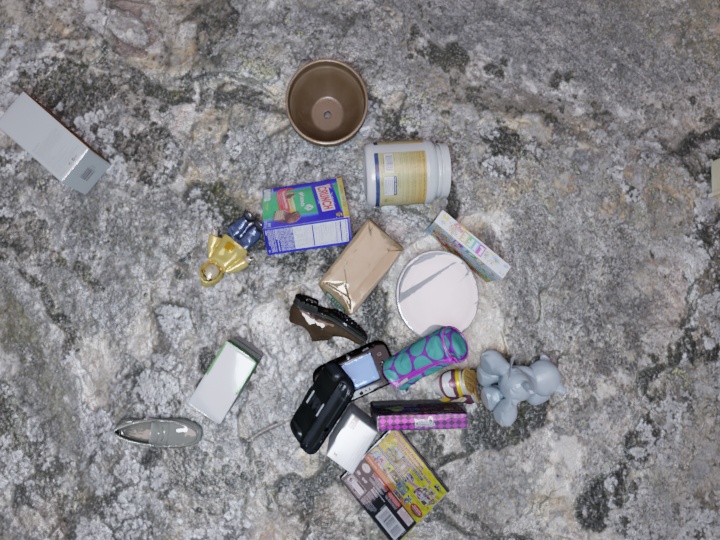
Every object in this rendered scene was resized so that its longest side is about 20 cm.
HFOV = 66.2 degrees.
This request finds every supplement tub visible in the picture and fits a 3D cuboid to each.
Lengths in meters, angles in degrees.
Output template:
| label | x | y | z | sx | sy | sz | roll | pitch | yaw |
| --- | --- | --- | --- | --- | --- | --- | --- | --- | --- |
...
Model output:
| label | x | y | z | sx | sy | sz | roll | pitch | yaw |
| --- | --- | --- | --- | --- | --- | --- | --- | --- | --- |
| supplement tub | 0.106 | -0.228 | 1.292 | 0.193 | 0.144 | 0.150 | -3 | 85 | -2 |

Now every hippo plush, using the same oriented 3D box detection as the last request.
| label | x | y | z | sx | sy | sz | roll | pitch | yaw |
| --- | --- | --- | --- | --- | --- | --- | --- | --- | --- |
| hippo plush | 0.372 | 0.240 | 1.269 | 0.156 | 0.203 | 0.162 | -12 | 53 | -22 |

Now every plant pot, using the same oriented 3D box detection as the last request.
| label | x | y | z | sx | sy | sz | roll | pitch | yaw |
| --- | --- | --- | --- | --- | --- | --- | --- | --- | --- |
| plant pot | -0.081 | -0.389 | 1.324 | 0.193 | 0.093 | 0.209 | 0 | 85 | -3 |

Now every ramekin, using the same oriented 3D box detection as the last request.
| label | x | y | z | sx | sy | sz | roll | pitch | yaw |
| --- | --- | --- | --- | --- | --- | --- | --- | --- | --- |
| ramekin | 0.174 | 0.060 | 1.297 | 0.195 | 0.094 | 0.210 | 0 | 86 | -2 |

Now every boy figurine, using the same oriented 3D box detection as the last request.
| label | x | y | z | sx | sy | sz | roll | pitch | yaw |
| --- | --- | --- | --- | --- | --- | --- | --- | --- | --- |
| boy figurine | -0.314 | -0.049 | 1.301 | 0.124 | 0.064 | 0.201 | 42 | 82 | -1 |

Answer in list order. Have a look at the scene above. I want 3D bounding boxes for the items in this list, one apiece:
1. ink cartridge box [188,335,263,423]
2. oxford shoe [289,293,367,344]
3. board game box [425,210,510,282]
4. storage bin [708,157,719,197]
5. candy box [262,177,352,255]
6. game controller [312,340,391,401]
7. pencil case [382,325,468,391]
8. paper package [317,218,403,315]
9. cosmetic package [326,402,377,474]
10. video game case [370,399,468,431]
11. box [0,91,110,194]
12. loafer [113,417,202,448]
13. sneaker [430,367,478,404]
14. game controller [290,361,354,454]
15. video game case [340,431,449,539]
| label | x | y | z | sx | sy | sz | roll | pitch | yaw |
| --- | --- | --- | --- | --- | --- | --- | --- | --- | --- |
| ink cartridge box | -0.287 | 0.231 | 1.210 | 0.083 | 0.200 | 0.149 | 32 | 85 | -2 |
| oxford shoe | -0.077 | 0.133 | 1.300 | 0.195 | 0.073 | 0.087 | 25 | 101 | 2 |
| board game box | 0.246 | -0.053 | 1.289 | 0.198 | 0.134 | 0.034 | 40 | 84 | 2 |
| storage bin | 0.979 | -0.239 | 1.306 | 0.191 | 0.200 | 0.097 | 2 | 82 | -2 |
| candy box | -0.123 | -0.126 | 1.264 | 0.193 | 0.171 | 0.079 | -8 | 129 | -5 |
| game controller | -0.014 | 0.246 | 1.299 | 0.195 | 0.042 | 0.107 | -23 | 87 | -5 |
| pencil case | 0.142 | 0.197 | 1.219 | 0.085 | 0.199 | 0.094 | 40 | 40 | -17 |
| paper package | 0.000 | 0.000 | 1.242 | 0.103 | 0.200 | 0.192 | 38 | 86 | 2 |
| cosmetic package | -0.019 | 0.361 | 1.209 | 0.073 | 0.200 | 0.103 | 34 | 85 | 1 |
| video game case | 0.124 | 0.319 | 1.227 | 0.193 | 0.181 | 0.037 | 0 | 86 | -4 |
| box | -0.702 | -0.289 | 1.272 | 0.199 | 0.124 | 0.098 | 40 | 84 | 1 |
| loafer | -0.460 | 0.372 | 1.254 | 0.193 | 0.070 | 0.073 | 2 | 85 | -2 |
| sneaker | 0.214 | 0.261 | 1.246 | 0.087 | 0.200 | 0.077 | -10 | 66 | 17 |
| game controller | -0.089 | 0.309 | 1.245 | 0.041 | 0.104 | 0.203 | 21 | 107 | -42 |
| video game case | 0.080 | 0.499 | 1.290 | 0.180 | 0.026 | 0.201 | -41 | 87 | -5 |
